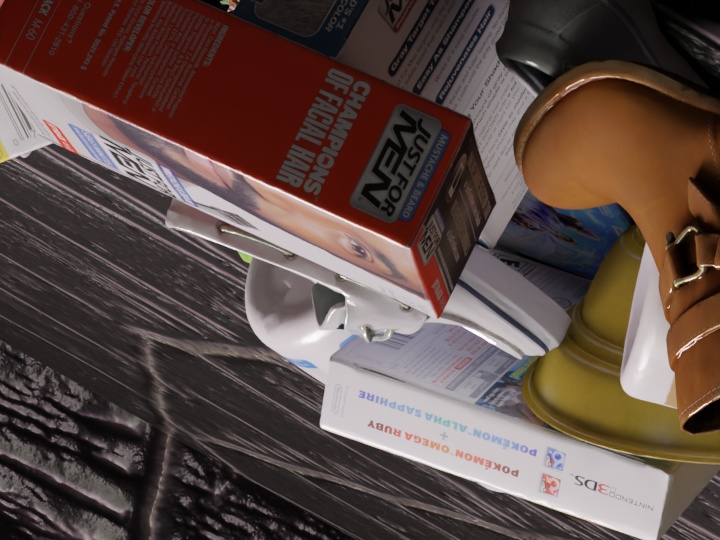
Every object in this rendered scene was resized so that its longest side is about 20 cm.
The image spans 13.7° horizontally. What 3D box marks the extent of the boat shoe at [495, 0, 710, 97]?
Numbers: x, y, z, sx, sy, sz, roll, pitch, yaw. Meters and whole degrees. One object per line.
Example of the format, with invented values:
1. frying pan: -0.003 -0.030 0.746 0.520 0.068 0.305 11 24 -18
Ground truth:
1. boat shoe: 0.108 -0.073 1.313 0.072 0.069 0.200 23 167 23

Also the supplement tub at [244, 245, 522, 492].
1. supplement tub: 0.041 0.032 1.778 0.200 0.132 0.132 35 166 -33

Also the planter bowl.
1. planter bowl: 0.175 0.018 1.424 0.199 0.084 0.201 -2 -162 1

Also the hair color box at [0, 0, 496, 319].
1. hair color box: -0.049 -0.058 1.242 0.199 0.064 0.111 23 168 14

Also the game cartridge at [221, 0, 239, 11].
1. game cartridge: -0.080 -0.162 1.456 0.130 0.039 0.200 40 164 -33

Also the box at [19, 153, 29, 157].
1. box: -0.205 -0.144 1.515 0.152 0.107 0.200 34 178 -3

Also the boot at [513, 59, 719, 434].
1. boot: 0.135 -0.009 1.193 0.076 0.156 0.199 15 157 -41

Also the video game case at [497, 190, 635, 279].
1. video game case: 0.076 -0.056 1.526 0.181 0.046 0.200 23 168 27

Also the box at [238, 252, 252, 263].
1. box: 0.005 0.000 1.963 0.199 0.036 0.144 26 168 13

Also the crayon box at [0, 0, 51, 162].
1. crayon box: -0.190 -0.146 1.354 0.051 0.126 0.201 -79 -33 -63

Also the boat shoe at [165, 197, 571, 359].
1. boat shoe: 0.000 0.000 1.391 0.199 0.067 0.074 30 175 -10

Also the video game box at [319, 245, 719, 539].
1. video game box: 0.102 0.057 1.515 0.181 0.047 0.200 16 -157 20

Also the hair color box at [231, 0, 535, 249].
1. hair color box: 0.027 -0.098 1.311 0.060 0.100 0.200 25 168 29

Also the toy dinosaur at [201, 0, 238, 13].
1. toy dinosaur: -0.086 -0.166 1.305 0.199 0.103 0.136 32 175 -28

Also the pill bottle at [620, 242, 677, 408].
1. pill bottle: 0.220 0.020 1.297 0.199 0.115 0.114 13 168 2
